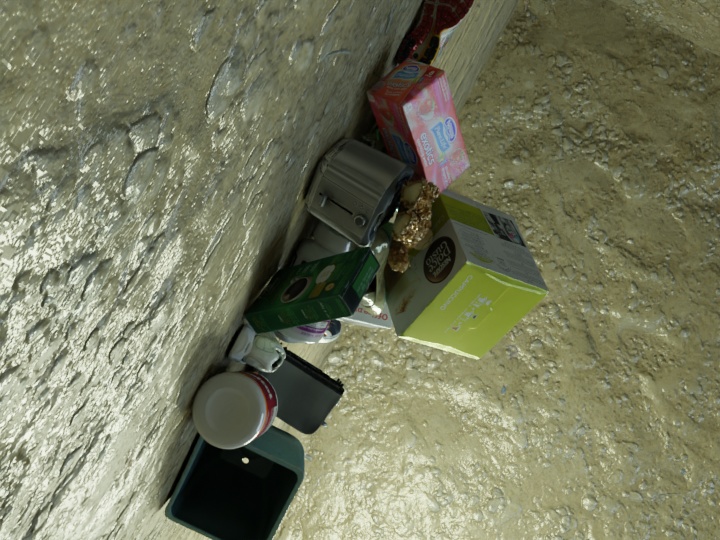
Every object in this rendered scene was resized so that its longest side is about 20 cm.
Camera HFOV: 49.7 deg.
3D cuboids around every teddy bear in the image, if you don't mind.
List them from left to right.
[{"bbox_3d":[0.086,-0.072,1.230,0.201,0.066,0.147,95,11,-63],"label":"teddy bear"}]

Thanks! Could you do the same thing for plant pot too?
[{"bbox_3d":[-0.216,0.370,1.447,0.198,0.194,0.200,-63,-177,12],"label":"plant pot"}]

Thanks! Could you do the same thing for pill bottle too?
[{"bbox_3d":[-0.193,0.218,1.245,0.114,0.112,0.200,-61,176,-5],"label":"pill bottle"},{"bbox_3d":[-0.077,0.018,1.362,0.202,0.111,0.112,-63,175,16],"label":"pill bottle"}]

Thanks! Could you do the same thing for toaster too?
[{"bbox_3d":[-0.137,0.225,1.526,0.120,0.199,0.181,-58,-177,-7],"label":"toaster"},{"bbox_3d":[-0.001,-0.132,1.233,0.114,0.128,0.200,-64,174,33],"label":"toaster"}]

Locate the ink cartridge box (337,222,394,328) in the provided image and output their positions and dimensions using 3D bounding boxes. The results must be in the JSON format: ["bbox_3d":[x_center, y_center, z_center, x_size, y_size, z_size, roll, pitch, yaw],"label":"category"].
[{"bbox_3d":[0.000,0.000,1.487,0.087,0.144,0.203,3,-101,61],"label":"ink cartridge box"}]

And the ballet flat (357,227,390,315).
[{"bbox_3d":[0.008,0.009,1.333,0.062,0.067,0.202,-34,143,-34],"label":"ballet flat"}]

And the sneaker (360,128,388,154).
[{"bbox_3d":[0.045,-0.229,1.391,0.201,0.088,0.077,-58,-165,-9],"label":"sneaker"}]

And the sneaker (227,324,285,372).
[{"bbox_3d":[-0.164,0.138,1.309,0.076,0.080,0.200,-63,177,0],"label":"sneaker"}]

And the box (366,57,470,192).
[{"bbox_3d":[0.101,-0.234,1.295,0.102,0.094,0.201,-41,135,-18],"label":"box"}]

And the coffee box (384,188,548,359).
[{"bbox_3d":[0.173,0.007,1.384,0.200,0.198,0.199,-50,-142,31],"label":"coffee box"}]

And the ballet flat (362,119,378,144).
[{"bbox_3d":[0.045,-0.255,1.460,0.202,0.069,0.069,-62,175,0],"label":"ballet flat"}]

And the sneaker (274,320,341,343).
[{"bbox_3d":[-0.092,0.098,1.578,0.199,0.078,0.080,-2,123,-59],"label":"sneaker"}]

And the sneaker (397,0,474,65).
[{"bbox_3d":[0.129,-0.430,1.362,0.201,0.078,0.082,-53,180,5],"label":"sneaker"}]

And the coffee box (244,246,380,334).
[{"bbox_3d":[-0.075,0.032,1.199,0.198,0.044,0.123,-14,-150,35],"label":"coffee box"}]
